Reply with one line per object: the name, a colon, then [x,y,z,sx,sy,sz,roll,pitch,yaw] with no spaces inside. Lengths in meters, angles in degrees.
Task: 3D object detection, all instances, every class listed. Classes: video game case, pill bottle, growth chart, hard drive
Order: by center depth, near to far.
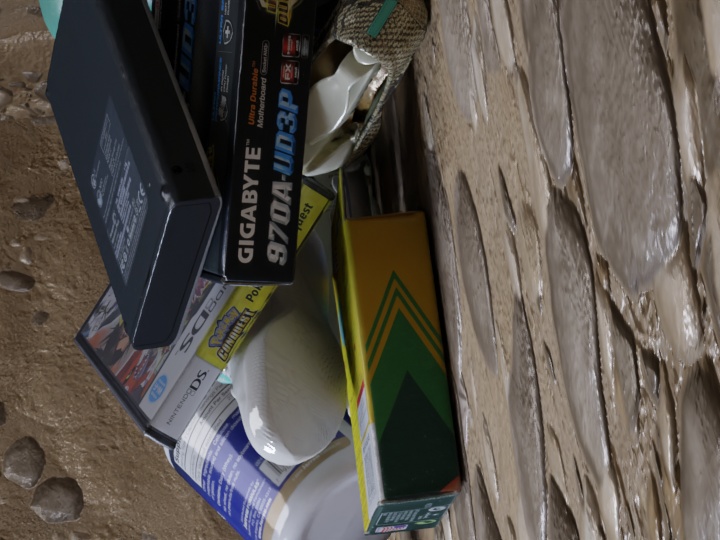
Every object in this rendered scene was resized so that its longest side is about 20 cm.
hard drive: [-0.135,-0.076,1.222,0.140,0.033,0.201,112,142,-50]
video game case: [-0.104,0.001,1.334,0.181,0.025,0.200,-58,25,2]
growth chart: [0.000,0.000,1.416,0.145,0.018,0.201,20,-116,-78]
pill bottle: [-0.068,0.122,1.496,0.200,0.115,0.116,39,144,37]

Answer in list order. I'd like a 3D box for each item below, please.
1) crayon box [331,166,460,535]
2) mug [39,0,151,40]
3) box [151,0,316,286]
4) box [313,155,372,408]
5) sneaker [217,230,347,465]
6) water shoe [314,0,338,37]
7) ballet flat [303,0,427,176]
crayon box: [0.018,0.048,1.269,0.127,0.050,0.201,104,159,-75]
mug: [-0.164,-0.208,1.509,0.185,0.151,0.115,-23,-75,-61]
box: [-0.079,-0.099,1.220,0.159,0.046,0.201,-162,76,-65]
box: [-0.025,0.006,1.563,0.082,0.068,0.201,-115,21,-68]
sneaker: [-0.063,0.053,1.305,0.075,0.088,0.201,41,-151,-32]
water shoe: [-0.020,-0.172,1.294,0.200,0.078,0.072,97,166,-66]
ballet flat: [-0.017,-0.097,1.212,0.076,0.068,0.200,-60,2,-28]
